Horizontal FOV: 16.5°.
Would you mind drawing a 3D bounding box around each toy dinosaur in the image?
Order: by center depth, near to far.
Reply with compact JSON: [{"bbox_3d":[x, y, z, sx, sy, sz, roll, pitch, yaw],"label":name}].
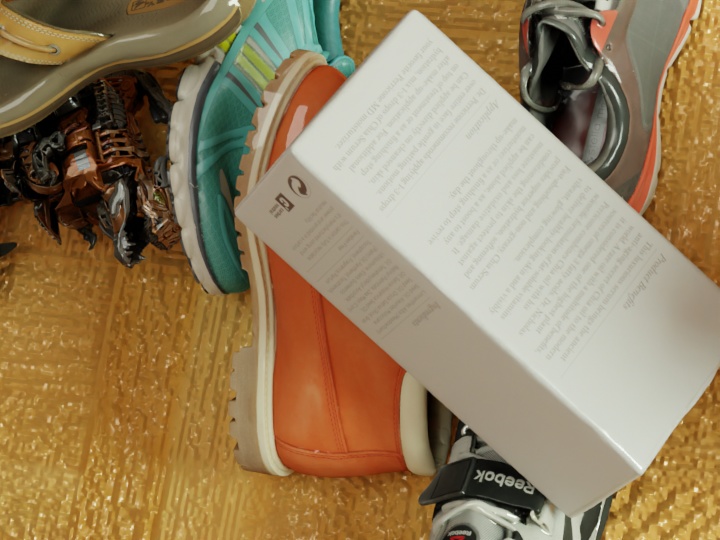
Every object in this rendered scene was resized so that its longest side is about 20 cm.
[{"bbox_3d":[-0.165,-0.064,1.245,0.136,0.102,0.200,-39,37,-5],"label":"toy dinosaur"}]

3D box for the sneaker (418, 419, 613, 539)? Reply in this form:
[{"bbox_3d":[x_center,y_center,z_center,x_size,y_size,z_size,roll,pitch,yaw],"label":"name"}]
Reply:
[{"bbox_3d":[0.065,0.113,1.092,0.074,0.088,0.201,-3,75,24],"label":"sneaker"}]

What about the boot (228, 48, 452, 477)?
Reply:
[{"bbox_3d":[0.000,0.000,1.134,0.107,0.075,0.201,6,106,24],"label":"boot"}]

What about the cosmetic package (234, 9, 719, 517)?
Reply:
[{"bbox_3d":[0.057,-0.002,1.063,0.200,0.071,0.101,43,58,-2],"label":"cosmetic package"}]

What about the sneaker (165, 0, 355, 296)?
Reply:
[{"bbox_3d":[-0.043,-0.085,1.194,0.079,0.078,0.201,10,82,15],"label":"sneaker"}]

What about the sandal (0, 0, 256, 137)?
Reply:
[{"bbox_3d":[-0.142,-0.119,1.174,0.199,0.054,0.081,-17,47,21],"label":"sandal"}]

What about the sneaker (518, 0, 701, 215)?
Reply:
[{"bbox_3d":[0.109,-0.117,1.128,0.077,0.082,0.201,-1,78,23],"label":"sneaker"}]
